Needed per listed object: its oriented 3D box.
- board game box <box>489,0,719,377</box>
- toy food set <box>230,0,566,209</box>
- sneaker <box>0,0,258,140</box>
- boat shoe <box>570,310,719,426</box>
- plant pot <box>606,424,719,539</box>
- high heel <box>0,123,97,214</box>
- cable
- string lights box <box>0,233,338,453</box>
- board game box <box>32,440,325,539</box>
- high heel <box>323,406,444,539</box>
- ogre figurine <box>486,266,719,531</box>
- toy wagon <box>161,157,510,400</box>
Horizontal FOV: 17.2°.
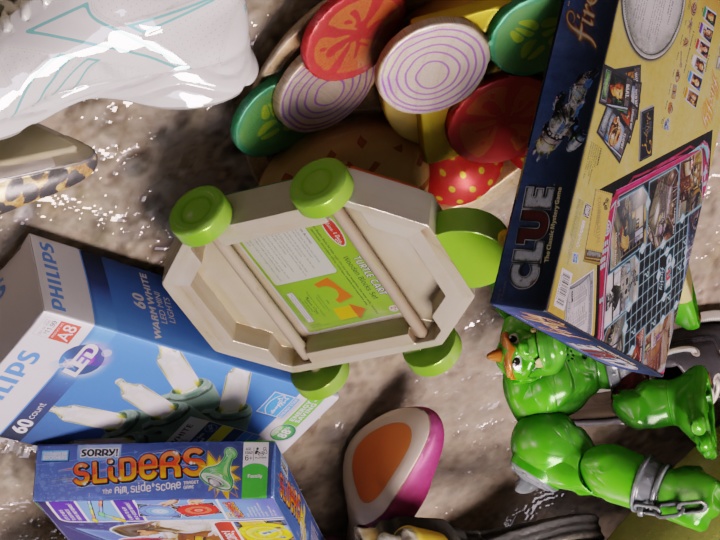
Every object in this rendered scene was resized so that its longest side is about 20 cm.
[{"bbox_3d":[0.134,-0.059,1.220,0.035,0.201,0.135,7,168,35],"label":"board game box"},{"bbox_3d":[0.030,-0.085,1.253,0.199,0.049,0.198,-16,139,-7],"label":"toy food set"},{"bbox_3d":[-0.149,-0.114,1.142,0.199,0.070,0.081,-12,123,-15],"label":"sneaker"},{"bbox_3d":[0.185,0.065,1.470,0.199,0.060,0.074,5,133,-27],"label":"boat shoe"},{"bbox_3d":[0.233,0.194,1.496,0.200,0.187,0.188,-28,141,-18],"label":"plant pot"},{"bbox_3d":[-0.222,-0.012,1.197,0.199,0.072,0.143,-3,132,4],"label":"high heel"},{"bbox_3d":[0.060,0.182,1.456,0.199,0.050,0.097,8,142,-37],"label":"cable"},{"bbox_3d":[-0.124,0.056,1.327,0.200,0.059,0.103,18,129,-36],"label":"string lights box"},{"bbox_3d":[-0.099,0.146,1.380,0.135,0.035,0.200,-2,157,6],"label":"board game box"},{"bbox_3d":[0.031,0.153,1.489,0.096,0.068,0.200,9,133,-24],"label":"high heel"},{"bbox_3d":[0.136,0.052,1.356,0.119,0.201,0.098,-11,-178,14],"label":"ogre figurine"},{"bbox_3d":[0.000,0.000,1.242,0.199,0.040,0.155,-13,139,22],"label":"toy wagon"}]
